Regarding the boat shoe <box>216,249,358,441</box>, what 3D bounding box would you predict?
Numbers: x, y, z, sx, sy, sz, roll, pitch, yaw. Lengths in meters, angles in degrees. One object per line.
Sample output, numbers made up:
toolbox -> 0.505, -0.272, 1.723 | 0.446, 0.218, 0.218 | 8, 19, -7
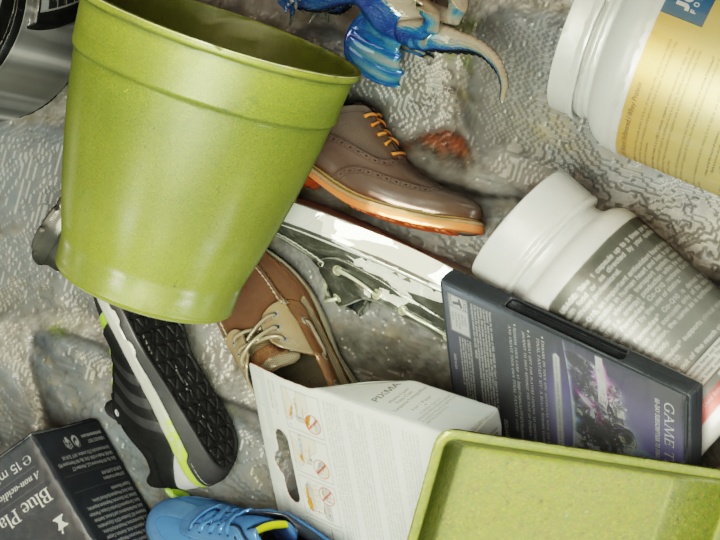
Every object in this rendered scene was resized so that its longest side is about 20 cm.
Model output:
boat shoe -> -0.057, 0.058, 1.296 | 0.076, 0.072, 0.201 | -40, 80, 13

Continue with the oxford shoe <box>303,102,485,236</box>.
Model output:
oxford shoe -> 0.005, -0.080, 1.280 | 0.199, 0.071, 0.074 | 23, 92, 16

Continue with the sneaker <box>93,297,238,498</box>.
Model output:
sneaker -> -0.166, 0.083, 1.316 | 0.082, 0.072, 0.202 | -19, 100, 28

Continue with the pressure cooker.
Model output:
pressure cooker -> -0.305, -0.198, 1.303 | 0.175, 0.200, 0.180 | 26, 97, 15

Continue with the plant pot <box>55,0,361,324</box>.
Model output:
plant pot -> -0.123, -0.075, 1.210 | 0.199, 0.200, 0.195 | 22, 103, 15

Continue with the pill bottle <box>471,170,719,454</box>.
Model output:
pill bottle -> 0.180, 0.031, 1.204 | 0.200, 0.114, 0.114 | 43, 101, 12

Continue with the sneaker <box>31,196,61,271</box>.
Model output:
sneaker -> -0.162, -0.066, 1.336 | 0.090, 0.076, 0.201 | 37, 107, 3

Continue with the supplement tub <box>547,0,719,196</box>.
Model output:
supplement tub -> 0.238, -0.127, 1.170 | 0.199, 0.145, 0.146 | 24, 97, 15

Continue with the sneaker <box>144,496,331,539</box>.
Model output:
sneaker -> -0.081, 0.190, 1.266 | 0.199, 0.066, 0.079 | 18, 138, 37

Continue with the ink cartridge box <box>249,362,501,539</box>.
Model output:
ink cartridge box -> 0.017, 0.147, 1.224 | 0.199, 0.047, 0.161 | 17, 127, 42

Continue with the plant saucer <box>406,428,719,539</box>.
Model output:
plant saucer -> 0.117, 0.189, 1.133 | 0.198, 0.048, 0.202 | 9, 114, -11

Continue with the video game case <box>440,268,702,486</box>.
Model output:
video game case -> 0.140, 0.092, 1.190 | 0.199, 0.019, 0.144 | 25, 140, 33

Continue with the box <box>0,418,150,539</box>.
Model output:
box -> -0.245, 0.250, 1.330 | 0.196, 0.117, 0.201 | -35, 82, 14

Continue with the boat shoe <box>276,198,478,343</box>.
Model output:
boat shoe -> 0.000, 0.000, 1.280 | 0.199, 0.071, 0.064 | 24, 96, 13

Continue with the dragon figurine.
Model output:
dragon figurine -> 0.026, -0.172, 1.268 | 0.200, 0.059, 0.100 | 41, 136, 9
